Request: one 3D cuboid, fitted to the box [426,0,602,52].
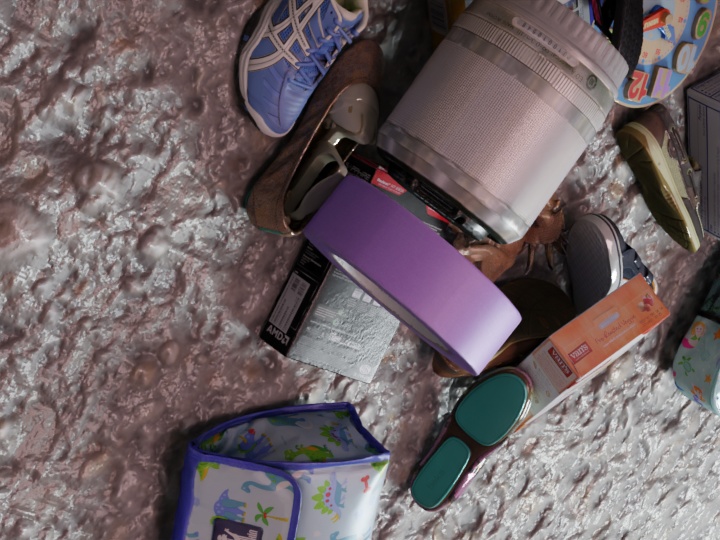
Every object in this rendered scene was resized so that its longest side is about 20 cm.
[{"bbox_3d":[0.152,-0.254,1.598,0.199,0.041,0.120,-33,131,-28],"label":"box"}]

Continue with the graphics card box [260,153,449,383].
[{"bbox_3d":[0.000,0.000,1.591,0.125,0.051,0.202,19,98,-45],"label":"graphics card box"}]

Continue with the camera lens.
[{"bbox_3d":[0.122,-0.137,1.471,0.201,0.160,0.160,-54,137,1],"label":"camera lens"}]

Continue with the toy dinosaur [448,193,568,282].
[{"bbox_3d":[0.140,-0.031,1.683,0.199,0.086,0.136,-38,140,-12],"label":"toy dinosaur"}]

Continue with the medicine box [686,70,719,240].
[{"bbox_3d":[0.465,-0.110,1.844,0.102,0.200,0.184,-28,129,-25],"label":"medicine box"}]

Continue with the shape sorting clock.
[{"bbox_3d":[0.308,-0.267,1.730,0.199,0.039,0.202,-22,126,-33],"label":"shape sorting clock"}]

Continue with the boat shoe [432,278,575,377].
[{"bbox_3d":[0.148,0.063,1.759,0.199,0.072,0.068,-20,159,-43],"label":"boat shoe"}]

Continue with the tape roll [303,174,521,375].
[{"bbox_3d":[0.045,0.005,1.457,0.066,0.200,0.200,-51,136,-5],"label":"tape roll"}]

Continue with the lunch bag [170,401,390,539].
[{"bbox_3d":[-0.086,0.230,1.599,0.198,0.127,0.172,-2,117,-27],"label":"lunch bag"}]

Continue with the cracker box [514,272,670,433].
[{"bbox_3d":[0.228,0.091,1.766,0.133,0.058,0.200,-32,169,-24],"label":"cracker box"}]

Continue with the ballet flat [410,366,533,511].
[{"bbox_3d":[0.125,0.176,1.784,0.201,0.069,0.071,-56,161,22],"label":"ballet flat"}]

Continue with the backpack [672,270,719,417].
[{"bbox_3d":[0.478,0.089,2.015,0.177,0.150,0.201,26,99,-48],"label":"backpack"}]

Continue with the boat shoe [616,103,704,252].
[{"bbox_3d":[0.347,-0.101,1.836,0.066,0.072,0.201,-43,131,-8],"label":"boat shoe"}]

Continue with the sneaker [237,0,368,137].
[{"bbox_3d":[-0.044,-0.206,1.417,0.075,0.077,0.202,5,111,-45],"label":"sneaker"}]

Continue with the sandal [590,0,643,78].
[{"bbox_3d":[0.249,-0.279,1.627,0.075,0.045,0.202,37,54,-64],"label":"sandal"}]

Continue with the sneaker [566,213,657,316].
[{"bbox_3d":[0.277,0.001,1.826,0.079,0.078,0.201,-31,142,-19],"label":"sneaker"}]

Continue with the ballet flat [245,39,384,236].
[{"bbox_3d":[-0.025,-0.113,1.493,0.068,0.067,0.201,33,89,-45],"label":"ballet flat"}]
